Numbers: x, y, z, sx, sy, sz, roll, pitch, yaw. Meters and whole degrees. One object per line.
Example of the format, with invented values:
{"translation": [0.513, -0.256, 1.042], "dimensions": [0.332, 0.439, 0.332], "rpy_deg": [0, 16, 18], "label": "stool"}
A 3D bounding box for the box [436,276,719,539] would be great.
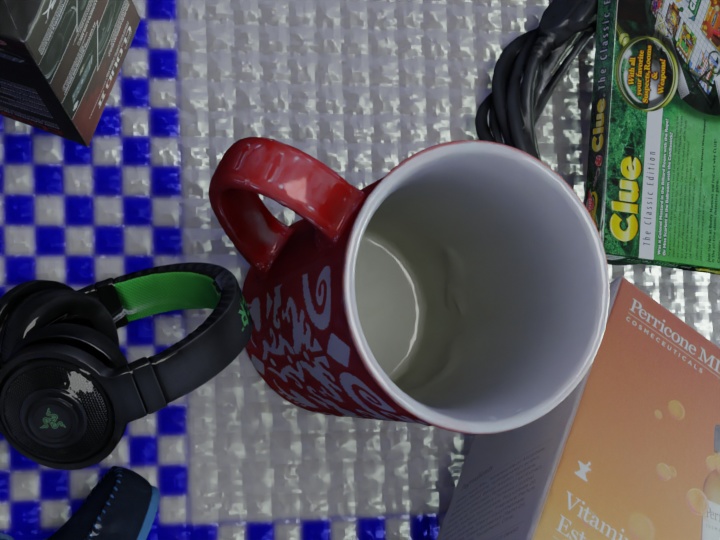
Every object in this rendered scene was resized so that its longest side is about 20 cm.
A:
{"translation": [0.135, 0.134, 1.194], "dimensions": [0.152, 0.106, 0.200], "rpy_deg": [35, 51, -14], "label": "box"}

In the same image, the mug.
{"translation": [0.011, -0.003, 1.146], "dimensions": [0.133, 0.200, 0.178], "rpy_deg": [-31, 96, -19], "label": "mug"}

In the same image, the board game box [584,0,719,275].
{"translation": [0.175, -0.101, 1.264], "dimensions": [0.105, 0.023, 0.200], "rpy_deg": [8, 83, -27], "label": "board game box"}

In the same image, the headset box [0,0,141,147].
{"translation": [-0.192, -0.133, 1.080], "dimensions": [0.149, 0.200, 0.077], "rpy_deg": [21, 79, 5], "label": "headset box"}

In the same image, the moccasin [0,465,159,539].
{"translation": [-0.172, 0.175, 1.128], "dimensions": [0.068, 0.080, 0.200], "rpy_deg": [36, 73, -10], "label": "moccasin"}

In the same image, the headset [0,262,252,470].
{"translation": [-0.146, 0.062, 1.136], "dimensions": [0.200, 0.124, 0.094], "rpy_deg": [-21, 113, -6], "label": "headset"}

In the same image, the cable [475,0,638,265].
{"translation": [0.153, -0.084, 1.293], "dimensions": [0.163, 0.051, 0.200], "rpy_deg": [43, 70, -17], "label": "cable"}
